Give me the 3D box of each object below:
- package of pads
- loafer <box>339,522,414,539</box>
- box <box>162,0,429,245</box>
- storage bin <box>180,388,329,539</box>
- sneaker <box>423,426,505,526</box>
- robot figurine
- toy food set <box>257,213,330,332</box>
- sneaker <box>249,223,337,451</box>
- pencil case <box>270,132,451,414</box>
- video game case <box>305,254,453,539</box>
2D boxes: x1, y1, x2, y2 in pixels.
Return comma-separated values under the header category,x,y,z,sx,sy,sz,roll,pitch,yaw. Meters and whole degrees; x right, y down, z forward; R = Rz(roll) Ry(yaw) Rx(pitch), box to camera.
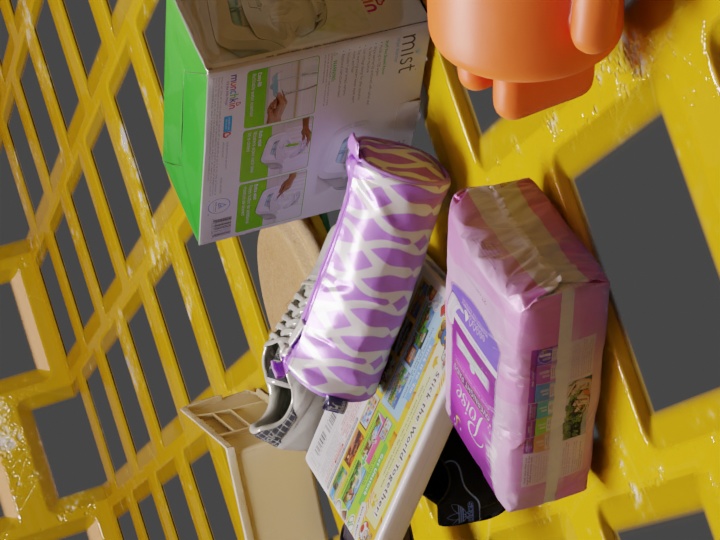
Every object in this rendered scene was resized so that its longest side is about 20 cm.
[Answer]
category,x,y,z,sx,sy,sz,roll,pitch,yaw
package of pads,0.107,0.049,1.365,0.121,0.075,0.201,-120,22,-44
loafer,0.007,0.204,1.689,0.071,0.063,0.202,-16,55,38
box,-0.050,-0.130,1.522,0.201,0.175,0.097,97,152,-53
storage bin,-0.109,0.246,2.184,0.198,0.093,0.202,-155,51,-67
sneaker,0.056,0.124,1.586,0.200,0.077,0.071,-130,29,-52
robot figurine,0.091,-0.186,1.134,0.144,0.115,0.201,-77,-12,-52
toy food set,-0.041,0.034,1.858,0.198,0.048,0.201,105,146,-58
sneaker,-0.036,0.053,1.713,0.076,0.080,0.202,3,81,66
pencil case,0.000,0.000,1.526,0.084,0.085,0.202,-112,39,-67
video game case,0.026,0.097,1.556,0.201,0.023,0.182,-67,23,12
